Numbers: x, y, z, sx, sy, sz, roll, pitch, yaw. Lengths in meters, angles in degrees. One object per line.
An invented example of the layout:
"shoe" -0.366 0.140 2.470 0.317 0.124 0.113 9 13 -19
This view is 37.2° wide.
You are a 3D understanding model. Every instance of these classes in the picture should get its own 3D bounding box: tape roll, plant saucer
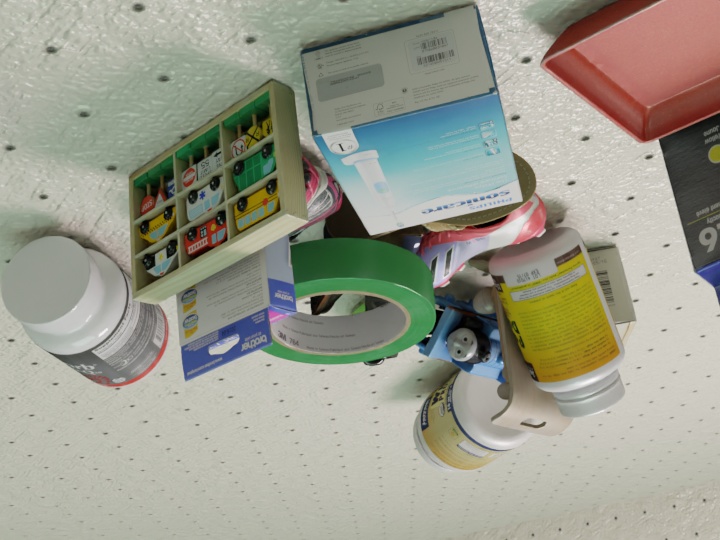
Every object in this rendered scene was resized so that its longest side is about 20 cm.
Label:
"tape roll" -0.023 0.036 1.104 0.200 0.048 0.200 -3 150 -2
"plant saucer" 0.274 -0.187 0.869 0.200 0.037 0.200 -24 152 32

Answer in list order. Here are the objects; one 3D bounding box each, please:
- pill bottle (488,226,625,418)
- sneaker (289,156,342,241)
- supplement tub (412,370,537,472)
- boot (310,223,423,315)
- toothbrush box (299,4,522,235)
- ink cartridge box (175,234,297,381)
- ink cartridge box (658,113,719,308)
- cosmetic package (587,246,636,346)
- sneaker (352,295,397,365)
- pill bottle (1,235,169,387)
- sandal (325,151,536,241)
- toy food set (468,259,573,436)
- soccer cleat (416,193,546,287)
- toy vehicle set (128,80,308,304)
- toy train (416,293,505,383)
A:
"pill bottle" 0.227 0.060 1.200 0.109 0.200 0.109 -22 -171 4
"sneaker" -0.109 -0.041 1.033 0.200 0.081 0.075 -21 155 28
"supplement tub" 0.176 0.233 1.679 0.144 0.144 0.200 2 155 -22
"boot" 0.000 0.000 1.171 0.097 0.075 0.200 1 154 -13
"toothbrush box" 0.049 -0.117 0.898 0.146 0.085 0.200 -13 156 10
"ink cartridge box" -0.115 -0.010 0.950 0.119 0.200 0.042 -25 151 36
"ink cartridge box" 0.382 -0.072 0.961 0.198 0.200 0.047 -27 151 38
"cosmetic package" 0.291 0.058 1.362 0.073 0.104 0.200 -9 158 2
"sneaker" 0.035 0.063 1.314 0.077 0.084 0.200 -4 157 -10
"pill bottle" -0.288 0.044 1.131 0.116 0.116 0.200 -11 156 8
"sandal" 0.073 -0.073 1.052 0.212 0.078 0.070 -13 177 19
"toy food set" 0.188 0.093 1.284 0.060 0.200 0.143 -21 154 35
"soccer cleat" 0.102 -0.036 1.137 0.200 0.067 0.076 -24 144 29
"toy vehicle set" -0.128 -0.063 0.920 0.200 0.124 0.027 -26 151 36
"toy train" 0.152 0.091 1.364 0.114 0.087 0.200 31 -172 39
